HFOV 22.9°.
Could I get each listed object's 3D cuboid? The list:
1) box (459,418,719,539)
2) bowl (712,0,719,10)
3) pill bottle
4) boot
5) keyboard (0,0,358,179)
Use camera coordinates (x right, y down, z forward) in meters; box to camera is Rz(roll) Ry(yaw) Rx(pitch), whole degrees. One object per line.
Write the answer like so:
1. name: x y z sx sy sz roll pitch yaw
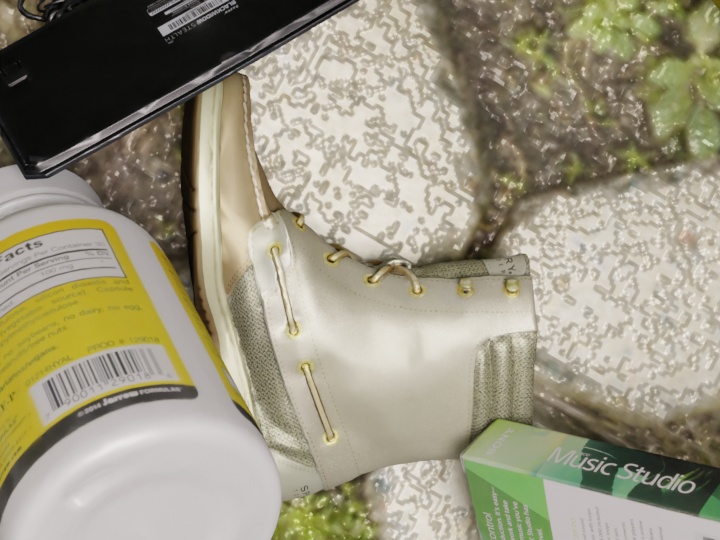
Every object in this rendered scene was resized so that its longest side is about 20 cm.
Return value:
1. box: 0.143 0.148 0.765 0.036 0.199 0.146 -40 128 -42
2. bowl: 0.220 -0.183 0.805 0.198 0.108 0.203 0 93 -7
3. pill bottle: -0.115 0.043 0.730 0.110 0.200 0.112 -14 131 -17
4. boot: 0.000 0.000 0.809 0.153 0.072 0.202 -9 99 -5
5. keyboard: -0.075 -0.111 0.796 0.199 0.040 0.104 -29 55 -8
